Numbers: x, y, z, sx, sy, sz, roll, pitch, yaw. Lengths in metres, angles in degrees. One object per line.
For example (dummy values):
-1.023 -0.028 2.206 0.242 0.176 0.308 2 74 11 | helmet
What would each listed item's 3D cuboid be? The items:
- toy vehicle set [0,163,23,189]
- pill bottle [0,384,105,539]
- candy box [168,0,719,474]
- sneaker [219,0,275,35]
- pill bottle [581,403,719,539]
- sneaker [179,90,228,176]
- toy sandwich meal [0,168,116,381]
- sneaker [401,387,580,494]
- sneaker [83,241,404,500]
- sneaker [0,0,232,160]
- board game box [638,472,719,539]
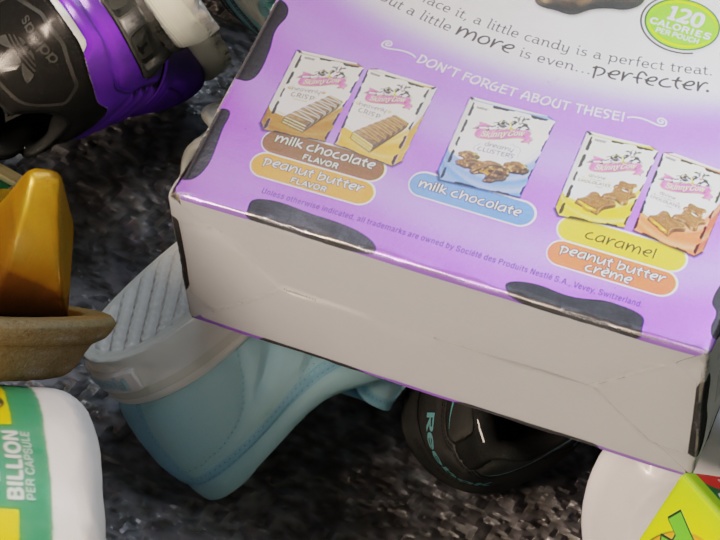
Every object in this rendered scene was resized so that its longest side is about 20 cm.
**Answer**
-0.217 -0.008 1.000 0.124 0.027 0.200 28 37 17 | toy vehicle set
-0.178 0.082 0.813 0.200 0.113 0.113 5 36 -16 | pill bottle
0.059 -0.056 0.922 0.168 0.072 0.200 17 58 14 | candy box
-0.063 -0.150 1.048 0.078 0.200 0.086 -46 34 -18 | sneaker
0.168 0.056 0.983 0.111 0.112 0.200 31 37 22 | pill bottle
-0.023 -0.052 1.101 0.080 0.070 0.200 12 35 0 | sneaker
-0.164 -0.010 0.877 0.205 0.070 0.205 5 1 0 | toy sandwich meal
0.100 0.001 0.980 0.075 0.200 0.079 44 -4 -2 | sneaker
0.000 0.000 0.993 0.200 0.082 0.074 -37 27 -17 | sneaker
-0.107 -0.080 1.070 0.070 0.099 0.200 54 -2 2 | sneaker
0.143 0.118 0.843 0.200 0.102 0.048 10 31 -43 | board game box
